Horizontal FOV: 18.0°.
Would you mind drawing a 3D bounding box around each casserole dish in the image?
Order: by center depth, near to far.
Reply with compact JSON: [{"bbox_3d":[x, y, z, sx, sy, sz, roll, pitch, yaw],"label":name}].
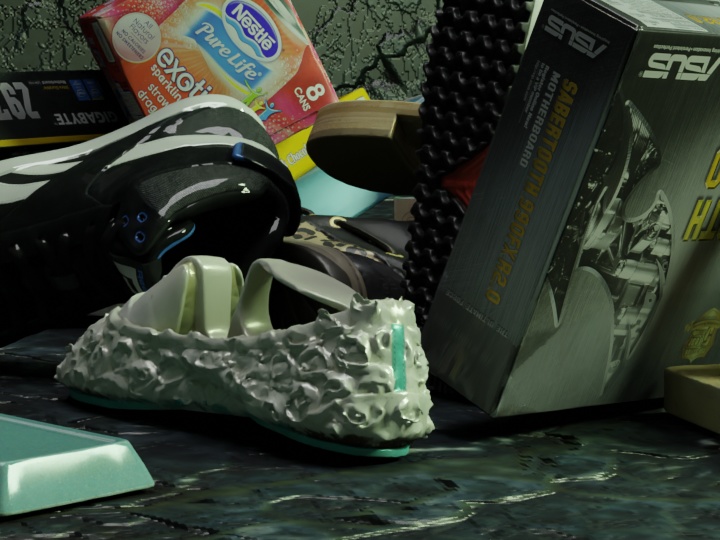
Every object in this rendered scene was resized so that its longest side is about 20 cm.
[{"bbox_3d":[-0.022,-0.048,1.286,0.199,0.039,0.121,-31,10,-28],"label":"casserole dish"}]

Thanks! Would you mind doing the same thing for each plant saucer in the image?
[{"bbox_3d":[-0.163,0.058,0.795,0.199,0.019,0.070,8,10,41],"label":"plant saucer"}]

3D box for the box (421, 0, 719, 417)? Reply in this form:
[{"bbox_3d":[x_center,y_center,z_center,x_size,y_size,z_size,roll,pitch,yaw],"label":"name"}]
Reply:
[{"bbox_3d":[0.124,-0.028,0.902,0.199,0.160,0.048,-2,27,-48],"label":"box"}]

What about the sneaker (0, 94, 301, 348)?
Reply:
[{"bbox_3d":[-0.121,-0.006,0.968,0.199,0.073,0.112,-28,28,-4],"label":"sneaker"}]

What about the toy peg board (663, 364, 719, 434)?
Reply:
[{"bbox_3d":[0.243,0.017,0.843,0.198,0.099,0.199,-2,7,-17],"label":"toy peg board"}]

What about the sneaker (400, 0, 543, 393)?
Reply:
[{"bbox_3d":[0.078,-0.046,0.956,0.093,0.202,0.070,4,9,-32],"label":"sneaker"}]

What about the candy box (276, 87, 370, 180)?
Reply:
[{"bbox_3d":[-0.089,-0.045,1.259,0.199,0.027,0.102,-20,14,41],"label":"candy box"}]

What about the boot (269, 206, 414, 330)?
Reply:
[{"bbox_3d":[0.000,0.000,1.069,0.149,0.074,0.200,-3,9,-29],"label":"boot"}]

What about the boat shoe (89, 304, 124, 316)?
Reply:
[{"bbox_3d":[-0.112,-0.006,1.162,0.200,0.061,0.072,0,7,-10],"label":"boat shoe"}]

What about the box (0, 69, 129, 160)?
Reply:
[{"bbox_3d":[-0.235,-0.041,1.174,0.159,0.050,0.199,-38,-16,31],"label":"box"}]

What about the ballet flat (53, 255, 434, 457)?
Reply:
[{"bbox_3d":[-0.044,0.027,0.875,0.071,0.072,0.199,-5,8,-43],"label":"ballet flat"}]

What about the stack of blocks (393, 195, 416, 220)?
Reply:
[{"bbox_3d":[0.117,-0.014,1.260,0.198,0.059,0.115,1,6,2],"label":"stack of blocks"}]

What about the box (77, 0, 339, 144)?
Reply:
[{"bbox_3d":[-0.084,-0.111,1.206,0.095,0.100,0.200,-27,9,-6],"label":"box"}]

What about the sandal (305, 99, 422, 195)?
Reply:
[{"bbox_3d":[0.077,-0.073,1.041,0.210,0.070,0.078,7,-25,28],"label":"sandal"}]
